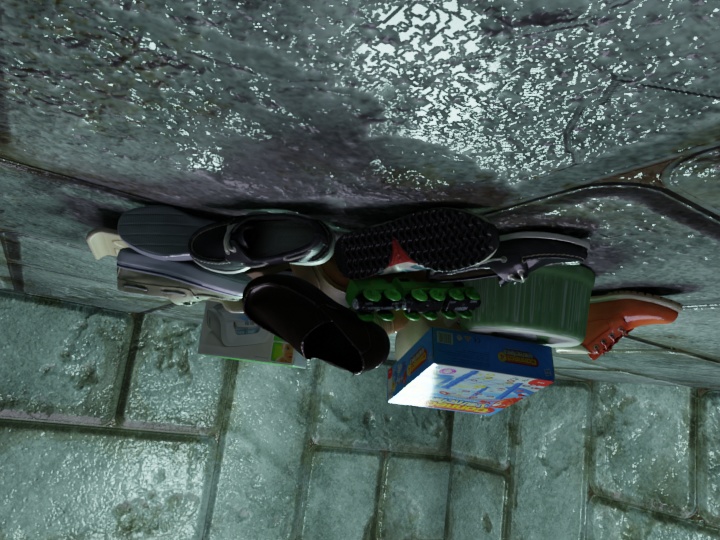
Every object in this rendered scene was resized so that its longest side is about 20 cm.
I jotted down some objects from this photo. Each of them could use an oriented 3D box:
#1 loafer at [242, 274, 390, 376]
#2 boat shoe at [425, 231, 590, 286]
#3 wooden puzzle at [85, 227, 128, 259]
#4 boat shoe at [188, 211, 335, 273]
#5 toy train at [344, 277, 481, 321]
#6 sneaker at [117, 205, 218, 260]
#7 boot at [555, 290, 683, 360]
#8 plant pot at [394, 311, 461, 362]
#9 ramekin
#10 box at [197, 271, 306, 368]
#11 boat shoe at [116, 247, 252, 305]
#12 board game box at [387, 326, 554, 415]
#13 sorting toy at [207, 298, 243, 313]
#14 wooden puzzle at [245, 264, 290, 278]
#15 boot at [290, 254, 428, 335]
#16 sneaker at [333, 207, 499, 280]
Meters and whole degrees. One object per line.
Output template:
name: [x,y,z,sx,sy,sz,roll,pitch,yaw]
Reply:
loafer: [-0.060,0.063,0.669,0.196,0.074,0.071,21,-162,12]
boat shoe: [0.169,-0.011,0.673,0.196,0.062,0.074,2,167,26]
wooden puzzle: [-0.335,-0.041,0.927,0.196,0.047,0.185,7,169,-20]
boat shoe: [-0.131,-0.036,0.694,0.195,0.076,0.060,3,171,15]
toy train: [0.069,0.034,0.711,0.196,0.042,0.057,1,-149,-32]
sneaker: [-0.232,-0.039,0.782,0.195,0.075,0.071,10,166,-8]
boot: [0.395,0.088,0.877,0.074,0.110,0.198,20,162,-41]
plant pot: [0.149,0.102,0.994,0.183,0.191,0.201,6,155,8]
ramekin: [0.237,0.051,0.823,0.195,0.100,0.200,7,168,2]
box: [-0.197,0.090,1.104,0.195,0.181,0.097,6,170,11]
boat shoe: [-0.248,0.016,0.792,0.196,0.063,0.072,13,-169,7]
board game box: [0.163,0.164,0.879,0.196,0.057,0.197,10,149,-13]
sorting toy: [-0.151,0.037,0.914,0.181,0.037,0.199,1,-177,-25]
wooden puzzle: [-0.237,0.000,0.946,0.197,0.038,0.184,-7,173,-35]
boot: [0.000,0.000,0.776,0.153,0.201,0.074,-27,163,-33]
sneaker: [0.070,-0.036,0.660,0.196,0.072,0.093,-9,-172,28]
